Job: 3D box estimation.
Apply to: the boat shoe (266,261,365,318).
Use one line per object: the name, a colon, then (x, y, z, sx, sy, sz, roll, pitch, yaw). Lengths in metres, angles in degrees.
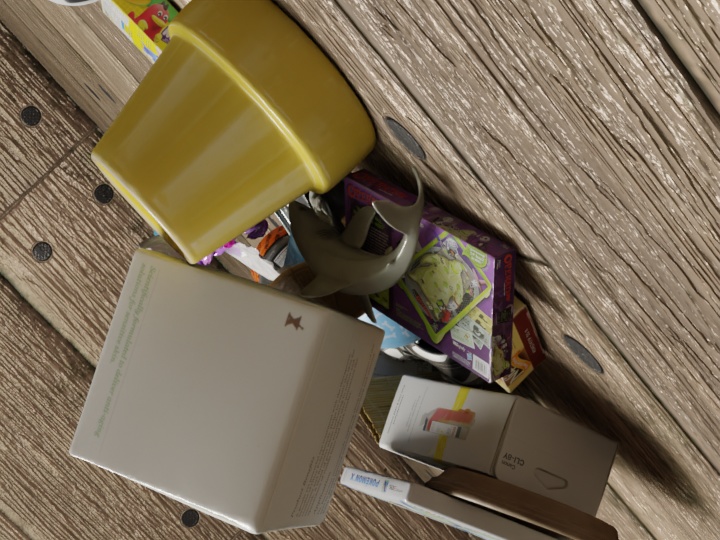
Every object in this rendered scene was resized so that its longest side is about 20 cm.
boat shoe: (-0.050, 0.026, 1.377, 0.200, 0.069, 0.074, -17, 95, 37)

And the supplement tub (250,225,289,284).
supplement tub: (-0.046, 0.029, 1.750, 0.200, 0.123, 0.123, 39, 170, 40)

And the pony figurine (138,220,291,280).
pony figurine: (-0.155, -0.050, 1.478, 0.166, 0.201, 0.193, 15, 174, -21)

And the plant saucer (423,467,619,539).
plant saucer: (0.157, 0.228, 1.311, 0.199, 0.030, 0.200, 20, 169, 4)

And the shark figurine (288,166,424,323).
shark figurine: (-0.008, -0.005, 1.181, 0.214, 0.089, 0.129, -8, 102, 60)

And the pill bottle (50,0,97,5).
pill bottle: (-0.273, -0.326, 1.206, 0.112, 0.112, 0.200, 43, 171, 21)

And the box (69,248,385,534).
box: (-0.115, 0.109, 1.252, 0.199, 0.200, 0.171, 18, 178, 18)

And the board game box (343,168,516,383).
board game box: (0.056, 0.001, 1.191, 0.200, 0.032, 0.120, 33, 137, 44)

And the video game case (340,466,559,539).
video game case: (0.098, 0.241, 1.354, 0.199, 0.022, 0.182, 24, 169, -17)

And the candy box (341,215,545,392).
candy box: (0.077, 0.017, 1.300, 0.200, 0.055, 0.116, 42, 170, 30)

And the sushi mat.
sushi mat: (0.084, 0.146, 1.521, 0.096, 0.199, 0.012, 55, 137, 42)

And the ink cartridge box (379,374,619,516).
ink cartridge box: (0.137, 0.174, 1.391, 0.145, 0.084, 0.200, 26, 170, -29)

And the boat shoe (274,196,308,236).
boat shoe: (-0.098, -0.091, 1.603, 0.201, 0.071, 0.070, 49, 172, -13)

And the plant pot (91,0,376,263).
plant pot: (-0.120, -0.116, 1.188, 0.201, 0.189, 0.201, 46, 172, 8)

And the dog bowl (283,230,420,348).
dog bowl: (0.000, 0.000, 1.446, 0.200, 0.111, 0.050, 41, 148, 36)

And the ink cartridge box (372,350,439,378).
ink cartridge box: (0.024, 0.129, 1.669, 0.199, 0.044, 0.174, 6, 167, -11)

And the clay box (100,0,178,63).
clay box: (-0.194, -0.233, 1.487, 0.200, 0.048, 0.115, 45, 172, -4)

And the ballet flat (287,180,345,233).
ballet flat: (-0.068, -0.107, 1.392, 0.200, 0.073, 0.073, 51, 171, -27)

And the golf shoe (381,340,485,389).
golf shoe: (0.069, 0.062, 1.528, 0.200, 0.078, 0.095, 25, 157, 40)
